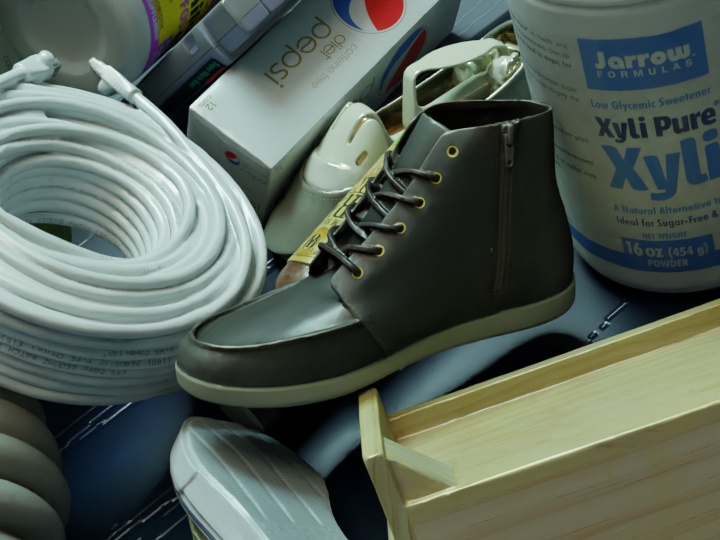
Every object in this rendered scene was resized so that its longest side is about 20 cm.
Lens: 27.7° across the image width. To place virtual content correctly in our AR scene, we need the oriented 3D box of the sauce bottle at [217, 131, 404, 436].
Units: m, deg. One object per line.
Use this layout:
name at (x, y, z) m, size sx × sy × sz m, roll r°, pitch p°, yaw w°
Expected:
sauce bottle at (0.000, 0.000, 0.759) m, size 0.065 × 0.065 × 0.200 m, roll 22°, pitch 62°, yaw 39°

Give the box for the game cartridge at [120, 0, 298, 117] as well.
game cartridge at (-0.075, -0.157, 0.913) m, size 0.130 × 0.038 × 0.200 m, roll -52°, pitch 13°, yaw -25°

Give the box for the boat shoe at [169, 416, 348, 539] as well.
boat shoe at (-0.043, 0.130, 0.641) m, size 0.200 × 0.072 × 0.062 m, roll 45°, pitch 117°, yaw 59°

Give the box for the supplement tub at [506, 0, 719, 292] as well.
supplement tub at (0.144, -0.100, 0.698) m, size 0.131 × 0.200 × 0.132 m, roll -13°, pitch 42°, yaw 12°

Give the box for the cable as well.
cable at (-0.147, -0.019, 0.739) m, size 0.200 × 0.069 × 0.200 m, roll 39°, pitch 36°, yaw 16°

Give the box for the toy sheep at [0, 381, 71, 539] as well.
toy sheep at (-0.201, 0.118, 0.680) m, size 0.137 × 0.138 × 0.201 m, roll -17°, pitch 55°, yaw 7°

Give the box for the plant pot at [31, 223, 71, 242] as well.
plant pot at (-0.270, -0.005, 0.822) m, size 0.200 × 0.188 × 0.187 m, roll -29°, pitch 38°, yaw -32°

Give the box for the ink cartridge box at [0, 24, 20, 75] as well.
ink cartridge box at (-0.287, -0.105, 0.941) m, size 0.200 × 0.145 × 0.084 m, roll -39°, pitch 43°, yaw -18°

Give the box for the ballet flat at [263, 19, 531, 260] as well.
ballet flat at (0.021, -0.082, 0.839) m, size 0.199 × 0.064 × 0.067 m, roll -32°, pitch 41°, yaw -10°

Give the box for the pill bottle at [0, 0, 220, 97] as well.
pill bottle at (-0.135, -0.198, 0.929) m, size 0.104 × 0.105 × 0.200 m, roll 4°, pitch 36°, yaw 28°

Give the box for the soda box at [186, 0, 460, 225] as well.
soda box at (-0.018, -0.124, 0.885) m, size 0.064 × 0.068 × 0.200 m, roll 36°, pitch 63°, yaw 11°

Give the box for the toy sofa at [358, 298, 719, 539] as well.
toy sofa at (0.103, 0.077, 0.631) m, size 0.199 × 0.098 × 0.083 m, roll -20°, pitch 16°, yaw 4°

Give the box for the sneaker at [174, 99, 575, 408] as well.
sneaker at (0.003, -0.013, 0.671) m, size 0.199 × 0.107 × 0.075 m, roll -18°, pitch 26°, yaw -19°
